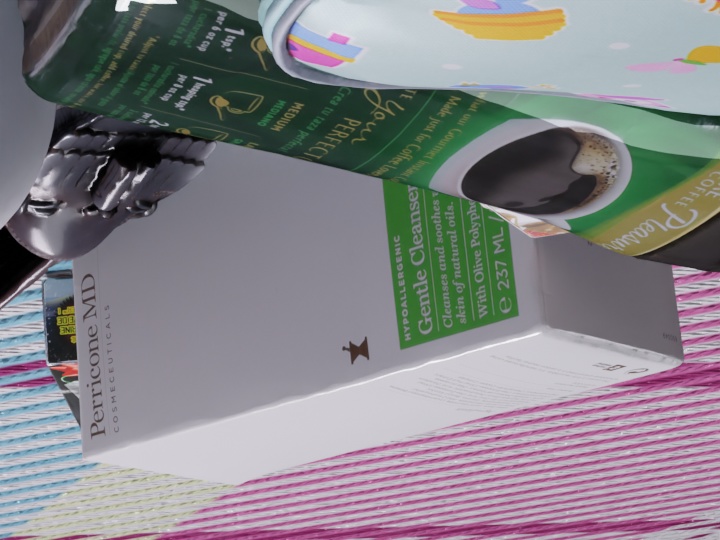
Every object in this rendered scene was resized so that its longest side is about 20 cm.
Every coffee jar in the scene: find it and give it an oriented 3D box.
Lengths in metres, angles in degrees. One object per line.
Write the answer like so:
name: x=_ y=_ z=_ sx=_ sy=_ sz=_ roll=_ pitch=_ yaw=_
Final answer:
coffee jar: x=0.028 y=-0.063 z=0.551 sx=0.200 sy=0.085 sz=0.104 roll=15 pitch=156 yaw=-20

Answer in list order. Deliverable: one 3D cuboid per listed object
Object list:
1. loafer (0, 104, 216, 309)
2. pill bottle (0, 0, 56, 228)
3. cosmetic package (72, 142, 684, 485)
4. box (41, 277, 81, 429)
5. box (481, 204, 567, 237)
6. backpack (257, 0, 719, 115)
loafer: x=-0.098 y=-0.022 z=0.758 sx=0.072 sy=0.063 sz=0.200 roll=6 pitch=161 yaw=-36
pill bottle: x=-0.168 y=-0.027 z=0.630 sx=0.112 sy=0.113 sz=0.200 roll=4 pitch=162 yaw=-31
cosmetic package: x=0.000 y=0.000 z=0.792 sx=0.200 sy=0.108 sz=0.085 roll=-19 pitch=159 yaw=36
box: x=-0.060 y=0.042 z=1.039 sx=0.137 sy=0.040 sz=0.200 roll=-4 pitch=164 yaw=-1
box: x=0.124 y=-0.045 z=0.635 sx=0.200 sy=0.041 sz=0.039 roll=-8 pitch=157 yaw=32
backpack: x=0.037 y=-0.107 z=0.357 sx=0.200 sy=0.153 sz=0.176 roll=9 pitch=165 yaw=-23
